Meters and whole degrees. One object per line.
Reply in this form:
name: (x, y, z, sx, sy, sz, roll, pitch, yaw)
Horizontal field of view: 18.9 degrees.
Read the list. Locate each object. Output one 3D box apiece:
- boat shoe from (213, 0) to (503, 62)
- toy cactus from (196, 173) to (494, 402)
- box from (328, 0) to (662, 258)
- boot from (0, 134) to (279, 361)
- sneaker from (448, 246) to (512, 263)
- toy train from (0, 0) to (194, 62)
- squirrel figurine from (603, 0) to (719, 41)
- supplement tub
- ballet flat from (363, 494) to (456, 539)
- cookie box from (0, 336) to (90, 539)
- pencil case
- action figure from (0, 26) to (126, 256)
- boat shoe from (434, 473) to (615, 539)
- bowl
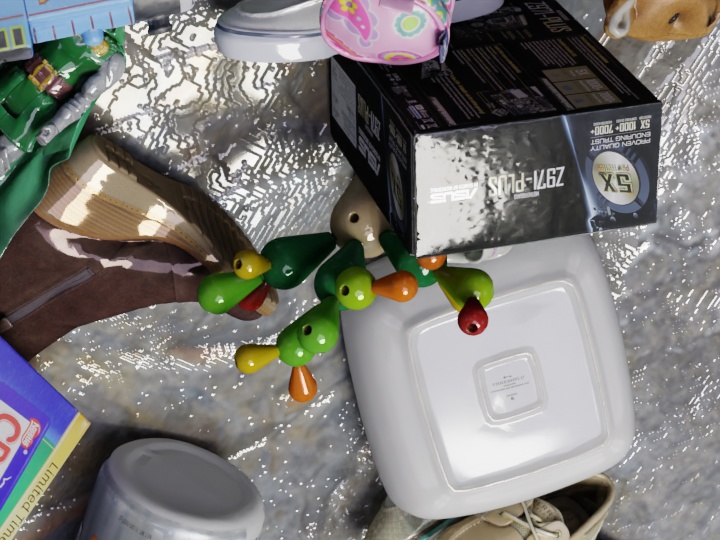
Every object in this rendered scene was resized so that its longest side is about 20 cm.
boat shoe: (-0.001, -0.194, 1.386, 0.200, 0.075, 0.087, -13, 121, -14)
toy cactus: (0.000, 0.000, 1.393, 0.199, 0.166, 0.103, -9, 128, 26)
box: (0.081, -0.097, 1.389, 0.162, 0.200, 0.087, -9, 119, -14)
boot: (-0.172, 0.009, 1.454, 0.166, 0.073, 0.200, -40, 124, 19)
sneaker: (0.103, -0.043, 1.483, 0.198, 0.100, 0.075, -16, 129, -9)
toy train: (-0.188, -0.189, 1.305, 0.198, 0.087, 0.115, -12, 99, -8)
squirrel figurine: (0.189, -0.248, 1.405, 0.199, 0.142, 0.187, 21, 120, -12)
supplement tub: (-0.152, 0.231, 1.533, 0.122, 0.123, 0.201, 11, 113, -23)
ballet flat: (0.073, 0.145, 1.608, 0.199, 0.067, 0.063, -33, 94, -4)
cookie box: (-0.297, 0.103, 1.381, 0.200, 0.075, 0.172, 48, 63, -33)
pencil case: (0.029, -0.222, 1.314, 0.087, 0.201, 0.088, 10, 153, 5)
action figure: (-0.214, -0.105, 1.362, 0.118, 0.055, 0.200, 43, 89, 4)
boat shoe: (0.119, 0.192, 1.587, 0.199, 0.072, 0.065, -14, 145, -50)
bowl: (0.099, 0.074, 1.527, 0.198, 0.075, 0.201, -16, 103, -8)
